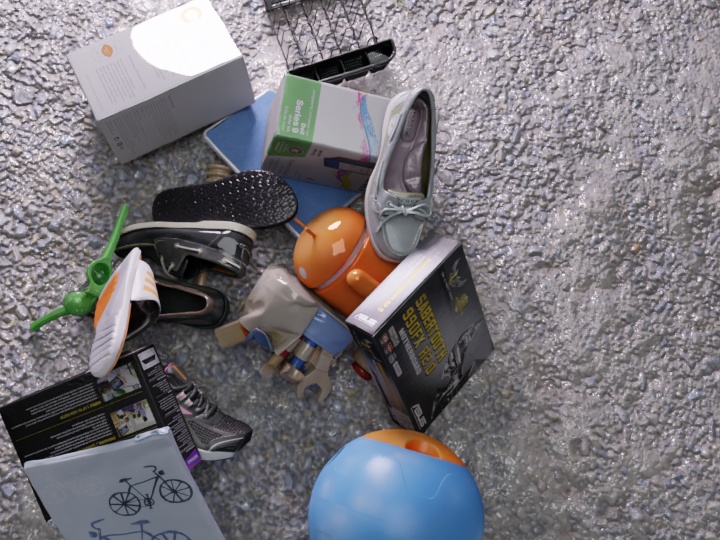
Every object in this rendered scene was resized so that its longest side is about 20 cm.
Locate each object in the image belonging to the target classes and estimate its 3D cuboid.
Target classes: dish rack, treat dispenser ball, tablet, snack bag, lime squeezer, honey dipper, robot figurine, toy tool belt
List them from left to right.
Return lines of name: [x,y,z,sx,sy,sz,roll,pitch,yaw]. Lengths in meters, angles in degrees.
lime squeezer: [-0.336,0.013,1.065,0.038,0.071,0.200,35,96,-29]
snack bag: [-0.264,0.271,0.974,0.188,0.021,0.201,-15,115,11]
honey dipper: [-0.198,-0.039,1.122,0.038,0.038,0.201,7,78,-2]
tablet: [-0.101,-0.144,1.152,0.200,0.014,0.130,47,63,6]
toy tool belt: [-0.071,0.096,1.066,0.200,0.125,0.123,39,96,-11]
dish rack: [-0.053,-0.349,1.196,0.153,0.055,0.201,-19,78,-9]
robot figurine: [-0.001,0.000,1.067,0.200,0.116,0.144,38,45,-20]
treat dispenser ball: [0.040,0.282,0.977,0.200,0.201,0.202,1,77,-3]

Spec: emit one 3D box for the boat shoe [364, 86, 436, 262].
boat shoe: [0.052,-0.110,0.994,0.074,0.065,0.203,10,90,-12]

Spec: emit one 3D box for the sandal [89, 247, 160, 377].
sandal: [-0.266,0.057,0.986,0.059,0.207,0.079,31,117,-26]

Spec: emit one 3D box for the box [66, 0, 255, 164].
box: [-0.257,-0.250,1.123,0.199,0.098,0.125,-26,64,-9]

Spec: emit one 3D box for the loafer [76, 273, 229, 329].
loafer: [-0.266,0.034,1.072,0.199,0.063,0.072,4,80,8]

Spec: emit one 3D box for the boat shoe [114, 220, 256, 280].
boat shoe: [-0.228,-0.023,1.074,0.199,0.072,0.068,1,74,20]

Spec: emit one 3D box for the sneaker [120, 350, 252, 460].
sneaker: [-0.223,0.159,1.035,0.199,0.080,0.087,19,106,0]

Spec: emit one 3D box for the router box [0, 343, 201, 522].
router box: [-0.305,0.191,1.001,0.199,0.051,0.150,-22,92,16]

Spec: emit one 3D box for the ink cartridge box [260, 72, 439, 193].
ink cartridge box: [-0.017,-0.164,1.090,0.199,0.145,0.088,9,78,-13]

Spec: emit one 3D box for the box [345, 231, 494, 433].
box: [0.078,0.079,1.024,0.048,0.200,0.158,26,60,40]

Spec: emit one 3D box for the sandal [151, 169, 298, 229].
sandal: [-0.169,-0.083,1.096,0.199,0.045,0.075,-3,75,18]
